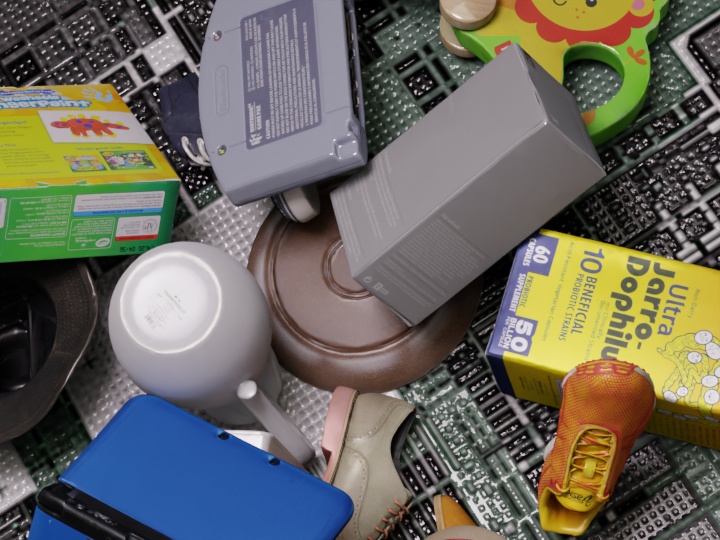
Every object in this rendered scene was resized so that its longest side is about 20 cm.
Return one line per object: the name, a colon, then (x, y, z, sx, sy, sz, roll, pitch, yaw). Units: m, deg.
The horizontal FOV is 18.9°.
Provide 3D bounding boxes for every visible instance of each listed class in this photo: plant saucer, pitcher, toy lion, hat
plant saucer: (0.000, 0.000, 1.753, 0.198, 0.032, 0.202, -3, 72, 10)
pitcher: (-0.106, 0.069, 1.659, 0.121, 0.200, 0.172, -44, 70, -6)
toy lion: (0.174, -0.201, 1.770, 0.190, 0.069, 0.201, -24, 68, -7)
hat: (-0.279, 0.065, 1.757, 0.199, 0.081, 0.202, -12, 64, 26)

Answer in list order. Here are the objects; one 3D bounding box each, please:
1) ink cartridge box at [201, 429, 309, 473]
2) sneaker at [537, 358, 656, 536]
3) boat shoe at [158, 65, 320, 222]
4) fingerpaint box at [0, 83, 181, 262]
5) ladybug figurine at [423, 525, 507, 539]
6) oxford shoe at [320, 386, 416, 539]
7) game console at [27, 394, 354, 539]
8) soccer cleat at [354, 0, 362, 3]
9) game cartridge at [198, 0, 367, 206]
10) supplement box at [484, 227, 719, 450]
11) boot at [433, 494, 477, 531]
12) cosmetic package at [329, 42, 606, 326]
ink cartridge box: (-0.102, 0.234, 1.629, 0.083, 0.146, 0.202, 2, 71, 13)
sneaker: (0.174, 0.132, 1.584, 0.072, 0.201, 0.078, 8, 55, 2)
boat shoe: (-0.102, -0.098, 1.774, 0.092, 0.075, 0.201, -29, 47, 6)
fingerpaint box: (-0.268, -0.079, 1.725, 0.198, 0.074, 0.167, -4, 34, -28)
ladybug figurine: (0.063, 0.266, 1.565, 0.072, 0.201, 0.136, -22, 61, -41)
oxford shoe: (0.001, 0.188, 1.666, 0.073, 0.071, 0.202, 4, 72, 10)
game console: (-0.130, 0.213, 1.554, 0.199, 0.118, 0.172, 25, 109, 21)
soccer cleat: (0.019, -0.273, 1.775, 0.199, 0.064, 0.085, -6, 76, 53)
game cartridge: (-0.064, -0.147, 1.716, 0.132, 0.041, 0.201, -14, 54, 14)
supplement box: (0.209, 0.053, 1.651, 0.198, 0.110, 0.110, 14, 74, 15)
boot: (0.151, 0.236, 1.616, 0.143, 0.071, 0.203, -26, 80, 8)
cosmetic package: (0.079, -0.066, 1.648, 0.199, 0.090, 0.107, -35, 39, 19)
